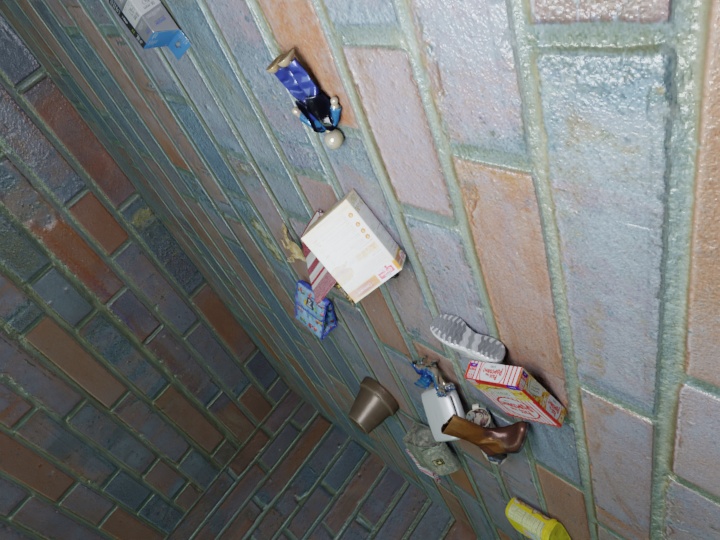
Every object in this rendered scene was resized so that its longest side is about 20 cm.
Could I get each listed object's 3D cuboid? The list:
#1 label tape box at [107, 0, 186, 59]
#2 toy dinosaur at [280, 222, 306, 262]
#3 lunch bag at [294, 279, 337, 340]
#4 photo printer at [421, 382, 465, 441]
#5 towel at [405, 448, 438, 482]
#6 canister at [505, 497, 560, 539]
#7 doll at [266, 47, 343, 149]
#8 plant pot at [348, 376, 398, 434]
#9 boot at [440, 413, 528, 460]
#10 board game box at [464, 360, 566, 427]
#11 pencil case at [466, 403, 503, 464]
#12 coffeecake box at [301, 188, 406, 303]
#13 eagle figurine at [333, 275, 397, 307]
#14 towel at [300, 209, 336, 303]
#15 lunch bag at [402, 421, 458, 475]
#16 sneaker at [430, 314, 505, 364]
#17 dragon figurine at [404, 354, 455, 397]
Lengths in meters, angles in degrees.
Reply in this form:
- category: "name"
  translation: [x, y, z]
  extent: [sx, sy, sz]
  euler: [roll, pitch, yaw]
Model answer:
- category: "label tape box"
  translation: [-0.504, -0.592, 1.285]
  extent: [0.202, 0.063, 0.143]
  euler: [55, 158, -23]
- category: "toy dinosaur"
  translation: [-0.198, -0.054, 1.713]
  extent: [0.200, 0.058, 0.101]
  euler: [47, 158, -6]
- category: "lunch bag"
  translation: [-0.164, 0.126, 1.973]
  extent: [0.149, 0.094, 0.204]
  euler: [35, 145, 25]
- category: "photo printer"
  translation: [0.259, 0.435, 1.659]
  extent: [0.201, 0.067, 0.172]
  euler: [120, 135, -69]
- category: "towel"
  translation: [0.311, 0.976, 2.700]
  extent: [0.144, 0.030, 0.203]
  euler: [19, 147, 51]
- category: "canister"
  translation: [0.621, 0.902, 1.905]
  extent: [0.198, 0.087, 0.150]
  euler: [12, 142, 57]
- category: "doll"
  translation: [-0.096, -0.320, 1.041]
  extent: [0.134, 0.049, 0.201]
  euler: [1, 139, 48]
- category: "plant pot"
  translation: [0.038, 0.584, 2.288]
  extent: [0.198, 0.175, 0.202]
  euler: [38, 159, 17]
- category: "boot"
  translation: [0.337, 0.428, 1.472]
  extent: [0.195, 0.070, 0.190]
  euler: [26, 145, -3]
- category: "board game box"
  translation: [0.352, 0.279, 1.231]
  extent: [0.199, 0.047, 0.149]
  euler: [40, 156, -28]
- category: "pencil case"
  translation: [0.380, 0.491, 1.610]
  extent: [0.076, 0.091, 0.203]
  euler: [-11, 127, 30]
- category: "coffeecake box"
  translation: [-0.014, -0.053, 1.240]
  extent: [0.152, 0.074, 0.201]
  euler: [-34, 104, 27]
- category: "eagle figurine"
  translation: [0.000, 0.006, 1.402]
  extent: [0.147, 0.155, 0.201]
  euler: [10, 138, -29]
- category: "towel"
  translation: [-0.109, -0.036, 1.431]
  extent: [0.144, 0.022, 0.206]
  euler: [-47, 52, 51]
- category: "lunch bag"
  translation: [0.288, 0.715, 2.146]
  extent: [0.197, 0.118, 0.166]
  euler: [2, 134, 52]
- category: "sneaker"
  translation: [0.247, 0.177, 1.277]
  extent: [0.197, 0.075, 0.083]
  euler: [30, 154, 32]
- category: "dragon figurine"
  translation: [0.192, 0.310, 1.598]
  extent: [0.196, 0.058, 0.103]
  euler: [6, 109, 49]
